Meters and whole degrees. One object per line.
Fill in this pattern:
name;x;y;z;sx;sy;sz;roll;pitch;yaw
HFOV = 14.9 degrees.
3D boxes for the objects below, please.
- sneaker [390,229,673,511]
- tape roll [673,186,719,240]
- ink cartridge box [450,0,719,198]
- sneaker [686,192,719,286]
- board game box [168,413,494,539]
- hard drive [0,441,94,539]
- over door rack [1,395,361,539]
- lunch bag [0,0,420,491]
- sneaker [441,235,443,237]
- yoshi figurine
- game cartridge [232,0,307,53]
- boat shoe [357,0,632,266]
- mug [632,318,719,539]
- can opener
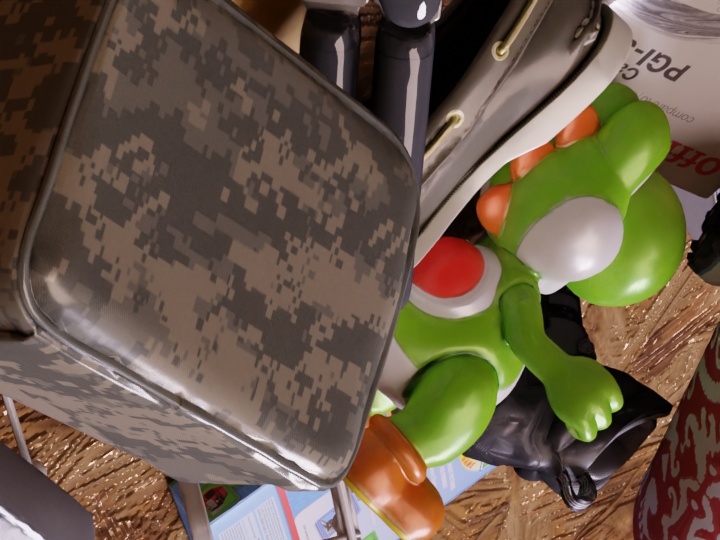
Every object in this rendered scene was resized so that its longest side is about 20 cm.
sneaker;0.090;0.037;1.284;0.076;0.113;0.200;-53;-176;36
tape roll;0.231;-0.025;1.352;0.066;0.200;0.201;-37;151;-13
ink cartridge box;0.156;-0.134;1.152;0.146;0.083;0.200;19;131;-38
sneaker;0.230;-0.053;1.221;0.200;0.073;0.072;-39;-175;-11
board game box;0.003;0.095;1.403;0.199;0.037;0.152;-35;151;-13
hard drive;-0.205;0.111;1.102;0.135;0.042;0.200;-45;133;6
over door rack;-0.080;0.070;1.202;0.147;0.067;0.201;-16;134;-6
lunch bag;-0.101;-0.019;0.921;0.200;0.167;0.140;33;65;-49
sneaker;0.000;0.000;1.260;0.076;0.070;0.201;-46;163;-51
yoshi figurine;0.067;0.019;1.138;0.200;0.112;0.112;-50;174;0
game cartridge;-0.107;-0.054;1.023;0.175;0.033;0.201;-13;144;-19
boat shoe;0.015;-0.047;1.076;0.202;0.072;0.060;-43;115;-1
mug;0.219;0.074;1.210;0.176;0.134;0.200;4;145;-13
can opener;0.001;-0.069;0.976;0.053;0.067;0.201;5;117;2
